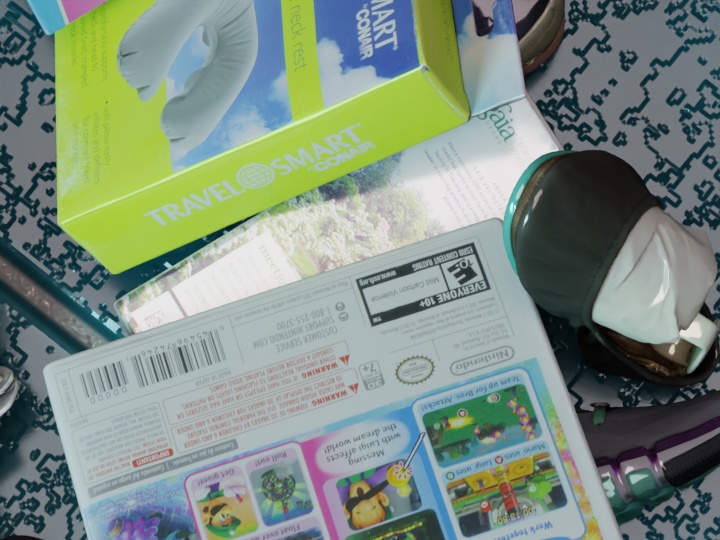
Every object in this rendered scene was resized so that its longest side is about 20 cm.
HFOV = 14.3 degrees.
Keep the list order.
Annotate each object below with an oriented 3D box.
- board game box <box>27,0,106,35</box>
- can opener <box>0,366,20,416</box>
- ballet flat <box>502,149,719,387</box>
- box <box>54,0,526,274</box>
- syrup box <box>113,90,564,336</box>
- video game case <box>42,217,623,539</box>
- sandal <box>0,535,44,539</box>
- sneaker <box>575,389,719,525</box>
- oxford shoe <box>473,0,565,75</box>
[{"bbox_3d":[-0.085,-0.211,1.247,0.200,0.040,0.153,-31,58,-4],"label":"board game box"},{"bbox_3d":[-0.232,0.096,1.230,0.200,0.053,0.067,-38,112,-4],"label":"can opener"},{"bbox_3d":[0.113,0.003,1.169,0.068,0.200,0.068,27,84,21],"label":"ballet flat"},{"bbox_3d":[-0.034,-0.089,1.204,0.199,0.048,0.122,-22,50,21],"label":"box"},{"bbox_3d":[0.000,0.000,1.231,0.200,0.081,0.079,-31,83,-5],"label":"syrup box"},{"bbox_3d":[-0.009,0.088,1.139,0.199,0.024,0.183,-18,64,-2],"label":"video game case"},{"bbox_3d":[-0.125,0.208,1.207,0.045,0.075,0.201,-19,77,40],"label":"sandal"},{"bbox_3d":[0.067,0.077,1.226,0.199,0.074,0.088,-24,78,-2],"label":"sneaker"},{"bbox_3d":[-0.004,-0.086,1.246,0.200,0.074,0.071,-29,87,-2],"label":"oxford shoe"}]
